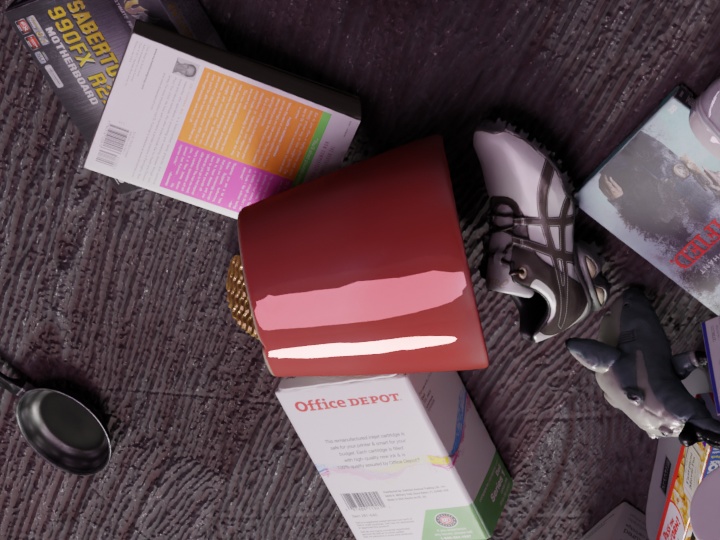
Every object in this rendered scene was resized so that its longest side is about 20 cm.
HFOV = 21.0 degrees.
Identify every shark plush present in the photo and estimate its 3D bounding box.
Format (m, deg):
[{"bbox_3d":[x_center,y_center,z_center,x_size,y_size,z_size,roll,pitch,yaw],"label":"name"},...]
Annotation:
[{"bbox_3d":[0.245,0.085,1.571,0.083,0.200,0.091,-42,119,-2],"label":"shark plush"}]

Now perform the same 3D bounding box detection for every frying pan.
[{"bbox_3d":[-0.339,0.148,2.023,0.190,0.031,0.115,26,133,10],"label":"frying pan"}]

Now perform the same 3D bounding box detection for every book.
[{"bbox_3d":[-0.116,-0.113,1.625,0.200,0.048,0.134,19,117,-11],"label":"book"}]

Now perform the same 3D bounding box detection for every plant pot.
[{"bbox_3d":[0.000,0.000,1.582,0.177,0.201,0.201,-11,124,3],"label":"plant pot"}]

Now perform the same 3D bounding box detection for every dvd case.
[{"bbox_3d":[0.288,-0.041,1.562,0.200,0.022,0.146,37,133,-6],"label":"dvd case"}]

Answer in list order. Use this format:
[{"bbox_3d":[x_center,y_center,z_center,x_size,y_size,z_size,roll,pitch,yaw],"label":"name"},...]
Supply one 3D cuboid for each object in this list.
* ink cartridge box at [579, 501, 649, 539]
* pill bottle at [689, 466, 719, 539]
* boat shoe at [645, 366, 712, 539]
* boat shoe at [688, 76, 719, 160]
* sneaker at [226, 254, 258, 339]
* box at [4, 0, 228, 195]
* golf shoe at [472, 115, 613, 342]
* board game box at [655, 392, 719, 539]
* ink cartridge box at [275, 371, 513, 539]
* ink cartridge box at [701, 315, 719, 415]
[{"bbox_3d":[0.248,0.333,1.760,0.147,0.200,0.083,35,133,-4],"label":"ink cartridge box"},{"bbox_3d":[0.342,0.220,1.556,0.109,0.109,0.200,-11,151,33],"label":"pill bottle"},{"bbox_3d":[0.299,0.161,1.697,0.064,0.071,0.200,-3,129,-15],"label":"boat shoe"},{"bbox_3d":[0.346,-0.084,1.473,0.200,0.072,0.069,40,136,5],"label":"boat shoe"},{"bbox_3d":[-0.036,0.034,1.754,0.200,0.090,0.075,27,114,41],"label":"sneaker"},{"bbox_3d":[-0.191,-0.172,1.679,0.158,0.048,0.200,-12,120,34],"label":"box"},{"bbox_3d":[0.133,-0.030,1.590,0.078,0.094,0.200,8,133,57],"label":"golf shoe"},{"bbox_3d":[0.342,0.183,1.648,0.151,0.046,0.200,-4,132,-13],"label":"board game box"},{"bbox_3d":[0.033,0.156,1.805,0.145,0.084,0.200,-9,122,32],"label":"ink cartridge box"},{"bbox_3d":[0.367,0.047,1.513,0.200,0.095,0.037,-23,136,23],"label":"ink cartridge box"}]
